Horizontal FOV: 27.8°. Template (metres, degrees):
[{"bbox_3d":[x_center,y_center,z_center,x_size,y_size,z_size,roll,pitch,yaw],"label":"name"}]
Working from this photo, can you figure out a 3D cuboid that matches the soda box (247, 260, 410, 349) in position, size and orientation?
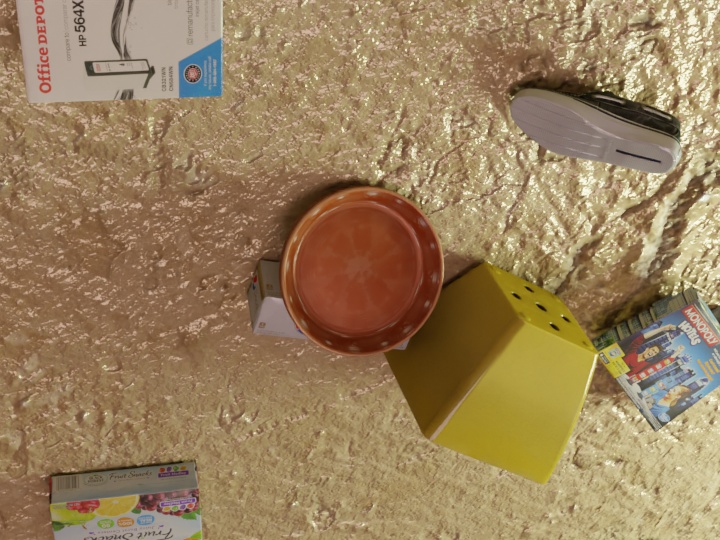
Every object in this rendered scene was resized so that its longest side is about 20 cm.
[{"bbox_3d":[-0.033,0.043,1.765,0.198,0.068,0.064,7,131,-18],"label":"soda box"}]

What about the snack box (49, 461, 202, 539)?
[{"bbox_3d":[-0.317,0.334,1.981,0.198,0.053,0.143,-5,134,-8],"label":"snack box"}]

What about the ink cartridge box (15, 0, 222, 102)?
[{"bbox_3d":[-0.239,-0.248,1.442,0.198,0.085,0.147,-4,133,-9],"label":"ink cartridge box"}]

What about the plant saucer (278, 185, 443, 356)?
[{"bbox_3d":[0.000,0.000,1.704,0.199,0.032,0.202,-3,101,-18],"label":"plant saucer"}]

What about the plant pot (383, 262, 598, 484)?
[{"bbox_3d":[0.174,0.112,1.800,0.199,0.200,0.177,24,113,-30],"label":"plant pot"}]

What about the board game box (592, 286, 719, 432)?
[{"bbox_3d":[0.430,0.098,1.922,0.199,0.062,0.200,-30,131,14],"label":"board game box"}]

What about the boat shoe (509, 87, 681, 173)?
[{"bbox_3d":[0.266,-0.167,1.639,0.199,0.071,0.072,20,142,-2],"label":"boat shoe"}]
